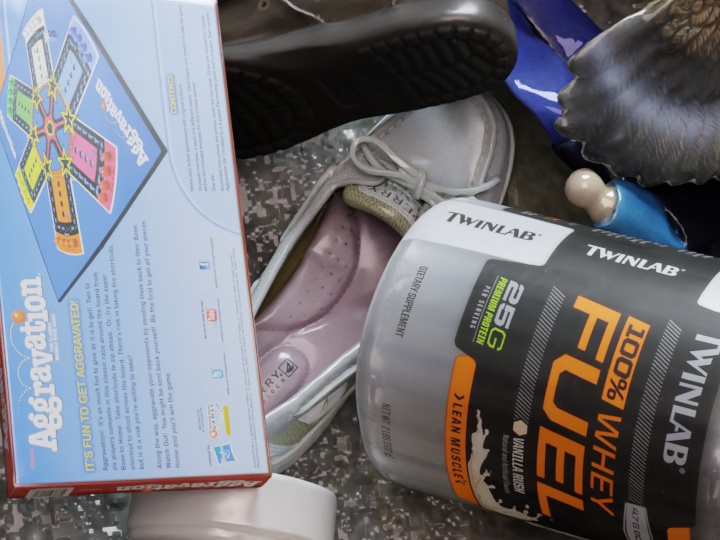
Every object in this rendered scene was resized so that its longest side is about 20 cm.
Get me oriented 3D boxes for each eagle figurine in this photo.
[{"bbox_3d":[0.170,-0.141,1.133,0.199,0.152,0.151,-29,105,28],"label":"eagle figurine"}]

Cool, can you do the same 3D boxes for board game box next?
[{"bbox_3d":[-0.096,-0.012,1.084,0.102,0.019,0.201,0,71,-20],"label":"board game box"}]

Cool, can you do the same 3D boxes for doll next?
[{"bbox_3d":[0.118,-0.056,1.178,0.200,0.049,0.136,50,40,15],"label":"doll"}]

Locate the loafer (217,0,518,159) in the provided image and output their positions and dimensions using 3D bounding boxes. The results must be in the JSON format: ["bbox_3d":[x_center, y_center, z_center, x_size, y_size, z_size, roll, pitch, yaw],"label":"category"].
[{"bbox_3d":[-0.025,-0.099,1.170,0.199,0.073,0.072,-7,57,21],"label":"loafer"}]

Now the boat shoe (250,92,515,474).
[{"bbox_3d":[-0.002,0.000,1.167,0.074,0.065,0.202,39,77,6],"label":"boat shoe"}]

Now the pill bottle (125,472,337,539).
[{"bbox_3d":[-0.063,0.183,1.095,0.112,0.113,0.202,8,76,-1],"label":"pill bottle"}]

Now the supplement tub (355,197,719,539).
[{"bbox_3d":[0.108,0.049,1.098,0.199,0.123,0.123,14,75,25],"label":"supplement tub"}]
